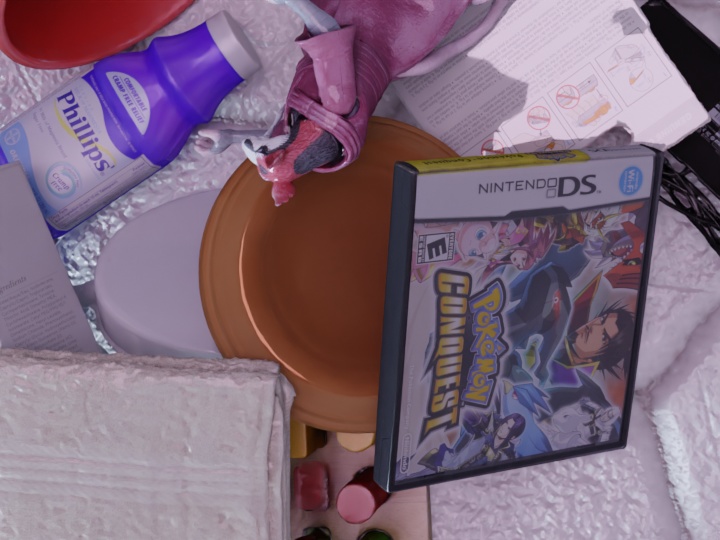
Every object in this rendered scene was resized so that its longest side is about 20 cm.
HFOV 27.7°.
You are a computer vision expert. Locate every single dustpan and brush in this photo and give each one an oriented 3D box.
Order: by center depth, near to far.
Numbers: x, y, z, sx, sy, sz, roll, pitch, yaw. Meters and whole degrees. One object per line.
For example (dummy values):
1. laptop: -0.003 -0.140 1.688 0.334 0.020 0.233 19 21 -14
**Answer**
1. dustpan and brush: -0.155 0.009 0.981 0.199 0.057 0.140 2 56 11

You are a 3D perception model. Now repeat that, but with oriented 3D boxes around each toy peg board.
1. toy peg board: -0.059 0.126 0.957 0.199 0.098 0.201 -3 91 9

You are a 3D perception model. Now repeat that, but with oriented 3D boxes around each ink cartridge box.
1. ink cartridge box: 0.106 -0.137 0.942 0.161 0.050 0.200 -35 91 18

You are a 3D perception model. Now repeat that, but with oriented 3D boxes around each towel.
1. towel: -0.139 0.113 0.889 0.199 0.034 0.133 4 105 6

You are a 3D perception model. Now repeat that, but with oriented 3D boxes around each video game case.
1. video game case: 0.097 0.027 0.887 0.180 0.025 0.201 -6 110 -28

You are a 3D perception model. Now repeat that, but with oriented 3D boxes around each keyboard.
1. keyboard: 0.225 -0.076 0.940 0.104 0.040 0.200 -42 77 -10

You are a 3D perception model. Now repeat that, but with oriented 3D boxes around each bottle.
1. bottle: -0.160 -0.101 0.986 0.199 0.065 0.084 -32 84 9

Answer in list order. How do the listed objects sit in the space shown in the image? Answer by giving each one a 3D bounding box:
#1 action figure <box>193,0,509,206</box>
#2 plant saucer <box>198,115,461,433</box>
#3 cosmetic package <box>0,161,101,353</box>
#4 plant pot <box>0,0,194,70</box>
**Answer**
1. action figure: -0.008 -0.111 0.867 0.148 0.134 0.201 24 57 -5
2. plant saucer: 0.000 0.000 0.903 0.199 0.037 0.202 1 83 -9
3. cosmetic package: -0.235 0.038 0.959 0.101 0.074 0.201 -11 102 45
4. plant pot: -0.194 -0.260 0.939 0.200 0.200 0.178 -41 74 8
